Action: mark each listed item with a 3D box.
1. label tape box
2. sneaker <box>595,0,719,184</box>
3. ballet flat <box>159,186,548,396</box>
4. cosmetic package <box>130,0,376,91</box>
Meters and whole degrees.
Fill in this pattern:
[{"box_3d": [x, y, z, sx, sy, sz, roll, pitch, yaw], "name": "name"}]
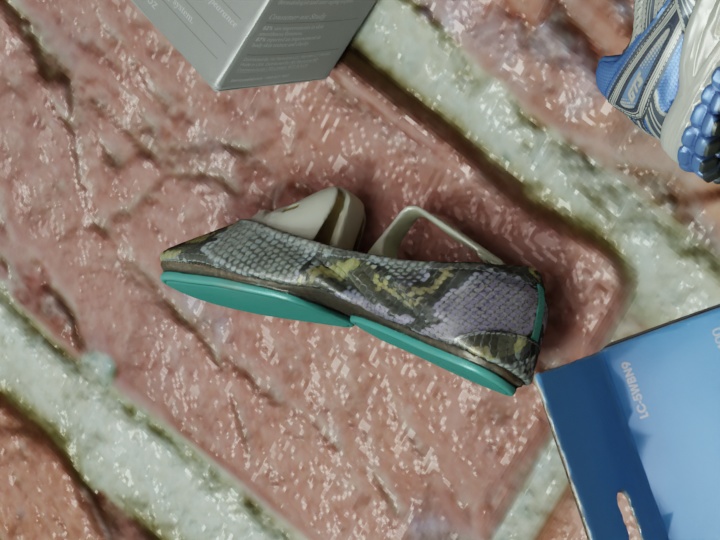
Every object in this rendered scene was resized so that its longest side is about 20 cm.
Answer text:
[{"box_3d": [0.160, 0.079, 0.844, 0.063, 0.200, 0.145, -22, 85, 36], "name": "label tape box"}, {"box_3d": [0.140, -0.139, 0.910, 0.085, 0.077, 0.201, 32, 115, 32], "name": "sneaker"}, {"box_3d": [0.000, 0.000, 1.050, 0.199, 0.072, 0.073, 16, 107, 33], "name": "ballet flat"}, {"box_3d": [-0.022, -0.186, 1.012, 0.107, 0.090, 0.201, 47, 124, 24], "name": "cosmetic package"}]
